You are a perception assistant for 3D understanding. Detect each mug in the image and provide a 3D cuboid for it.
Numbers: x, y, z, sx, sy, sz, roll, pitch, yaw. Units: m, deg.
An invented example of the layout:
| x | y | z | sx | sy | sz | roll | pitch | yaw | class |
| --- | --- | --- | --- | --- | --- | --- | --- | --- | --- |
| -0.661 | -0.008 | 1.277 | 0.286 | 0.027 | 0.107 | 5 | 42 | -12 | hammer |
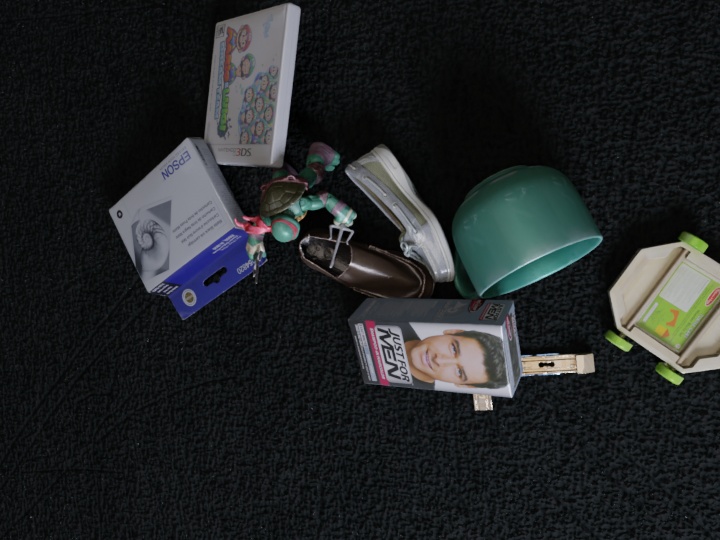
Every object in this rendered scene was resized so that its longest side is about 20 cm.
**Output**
| x | y | z | sx | sy | sz | roll | pitch | yaw | class |
| --- | --- | --- | --- | --- | --- | --- | --- | --- | --- |
| 0.171 | -0.044 | 0.719 | 0.185 | 0.152 | 0.115 | -28 | 74 | 19 | mug |

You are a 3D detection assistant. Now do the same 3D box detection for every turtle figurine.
| x | y | z | sx | sy | sz | roll | pitch | yaw | class |
| --- | --- | --- | --- | --- | --- | --- | --- | --- | --- |
| -0.081 | -0.079 | 0.770 | 0.149 | 0.200 | 0.101 | -8 | 133 | 12 | turtle figurine |

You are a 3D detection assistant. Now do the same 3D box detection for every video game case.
| x | y | z | sx | sy | sz | roll | pitch | yaw | class |
| --- | --- | --- | --- | --- | --- | --- | --- | --- | --- |
| -0.152 | -0.242 | 0.821 | 0.182 | 0.024 | 0.201 | 13 | 97 | 47 | video game case |

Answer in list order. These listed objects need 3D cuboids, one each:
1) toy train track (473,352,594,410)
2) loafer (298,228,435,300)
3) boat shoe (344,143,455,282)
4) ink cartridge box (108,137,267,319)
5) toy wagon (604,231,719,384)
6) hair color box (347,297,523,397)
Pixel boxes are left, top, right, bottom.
| x | y | z | sx | sy | sz | roll | pitch | yaw | class |
| --- | --- | --- | --- | --- | --- | --- | --- | --- | --- |
| 0.195 | 0.125 | 0.783 | 0.199 | 0.033 | 0.115 | -6 | 92 | 15 | toy train track |
| 0.000 | 0.000 | 0.812 | 0.199 | 0.071 | 0.073 | 18 | 98 | 14 | loafer |
| 0.055 | -0.067 | 0.785 | 0.065 | 0.074 | 0.202 | -30 | 81 | -2 | boat shoe |
| -0.254 | -0.052 | 0.877 | 0.199 | 0.041 | 0.200 | -33 | 84 | 27 | ink cartridge box |
| 0.397 | 0.058 | 0.719 | 0.200 | 0.040 | 0.155 | 35 | 102 | 11 | toy wagon |
| 0.092 | 0.092 | 0.759 | 0.199 | 0.061 | 0.099 | -1 | 116 | 29 | hair color box |
